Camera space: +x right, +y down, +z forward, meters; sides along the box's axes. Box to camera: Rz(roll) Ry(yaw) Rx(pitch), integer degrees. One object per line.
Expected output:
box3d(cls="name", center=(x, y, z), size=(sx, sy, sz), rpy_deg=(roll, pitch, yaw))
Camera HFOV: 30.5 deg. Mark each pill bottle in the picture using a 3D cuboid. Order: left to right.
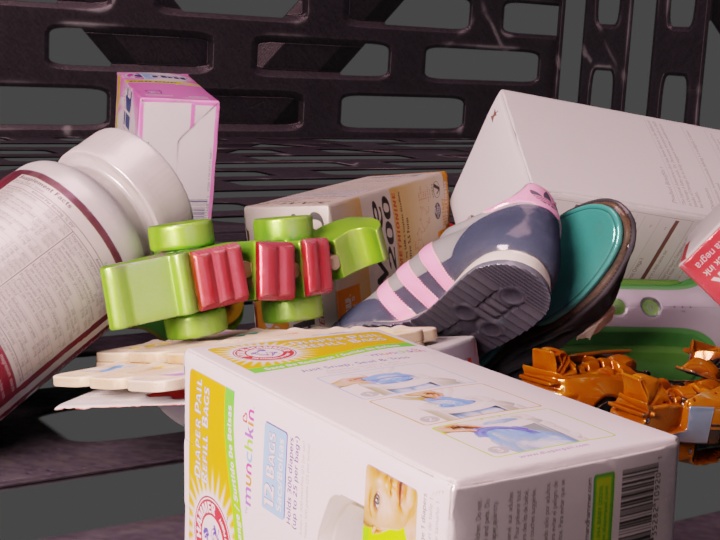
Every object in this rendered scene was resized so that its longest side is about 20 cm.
box3d(cls="pill bottle", center=(-0.196, 0.005, 0.773), size=(0.109, 0.110, 0.200), rpy_deg=(11, 41, 38))

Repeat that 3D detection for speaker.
box3d(cls="speaker", center=(0.170, 0.046, 0.948), size=(0.198, 0.089, 0.088), rpy_deg=(1, 10, -11))

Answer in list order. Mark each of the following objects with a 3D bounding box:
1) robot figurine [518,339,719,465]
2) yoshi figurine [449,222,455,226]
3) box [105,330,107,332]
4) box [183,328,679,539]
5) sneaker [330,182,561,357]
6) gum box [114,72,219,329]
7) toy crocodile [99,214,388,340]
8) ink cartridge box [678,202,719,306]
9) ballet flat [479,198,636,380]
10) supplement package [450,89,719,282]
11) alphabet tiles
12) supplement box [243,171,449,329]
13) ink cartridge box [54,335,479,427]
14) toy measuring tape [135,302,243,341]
box3d(cls="robot figurine", center=(0.199, 0.079, 0.811), size=(0.199, 0.059, 0.144), rpy_deg=(1, 10, -40))
box3d(cls="yoshi figurine", center=(0.091, 0.019, 1.125), size=(0.198, 0.113, 0.112), rpy_deg=(-5, -32, 33))
box3d(cls="box", center=(-0.235, 0.025, 0.933), size=(0.110, 0.035, 0.200), rpy_deg=(-31, 20, -12))
box3d(cls="box", center=(0.015, 0.098, 0.516), size=(0.101, 0.114, 0.199), rpy_deg=(-5, 12, -32))
box3d(cls="sneaker", center=(0.054, 0.013, 0.823), size=(0.070, 0.082, 0.199), rpy_deg=(38, -38, -22))
box3d(cls="gum box", center=(-0.167, -0.054, 1.096), size=(0.066, 0.202, 0.113), rpy_deg=(0, 18, -20))
box3d(cls="toy crocodile", center=(-0.067, 0.001, 0.787), size=(0.199, 0.068, 0.061), rpy_deg=(-8, 3, -43))
box3d(cls="ink cartridge box", center=(0.297, 0.028, 0.804), size=(0.200, 0.084, 0.144), rpy_deg=(44, 18, 6))
box3d(cls="ballet flat", center=(0.113, 0.027, 0.837), size=(0.073, 0.200, 0.073), rpy_deg=(28, 36, -23))
box3d(cls="supplement package", center=(0.185, -0.043, 1.004), size=(0.198, 0.118, 0.118), rpy_deg=(8, 43, -17))
box3d(cls="alphabet tiles", center=(-0.062, 0.044, 0.737), size=(0.194, 0.015, 0.199), rpy_deg=(-7, 2, -40))
box3d(cls="supplement box", center=(0.000, 0.000, 0.981), size=(0.073, 0.127, 0.200), rpy_deg=(-1, 11, 28))
box3d(cls="ink cartridge box", center=(-0.042, 0.074, 0.733), size=(0.161, 0.051, 0.200), rpy_deg=(-5, 6, 30))
box3d(cls="toy measuring tape", center=(-0.144, 0.043, 0.967), size=(0.073, 0.074, 0.200), rpy_deg=(10, 29, 34))
